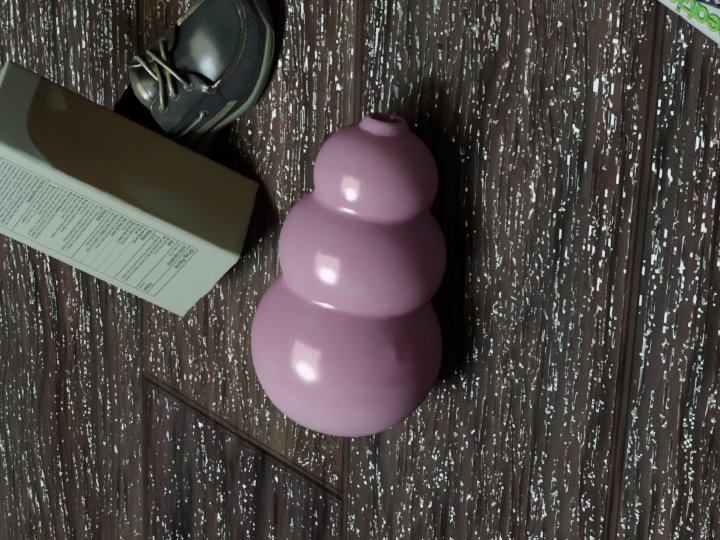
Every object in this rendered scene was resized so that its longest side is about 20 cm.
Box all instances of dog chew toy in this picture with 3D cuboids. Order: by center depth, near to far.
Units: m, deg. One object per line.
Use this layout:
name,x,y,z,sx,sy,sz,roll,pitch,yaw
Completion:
dog chew toy,0.000,0.000,1.231,0.124,0.124,0.202,29,116,42

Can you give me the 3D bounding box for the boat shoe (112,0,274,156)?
boat shoe,-0.123,-0.128,1.365,0.075,0.073,0.200,57,140,19

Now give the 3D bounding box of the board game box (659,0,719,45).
board game box,0.190,-0.185,0.986,0.200,0.034,0.127,44,133,33

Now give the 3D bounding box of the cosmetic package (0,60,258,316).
cosmetic package,-0.183,-0.055,1.371,0.105,0.199,0.072,-39,30,50
